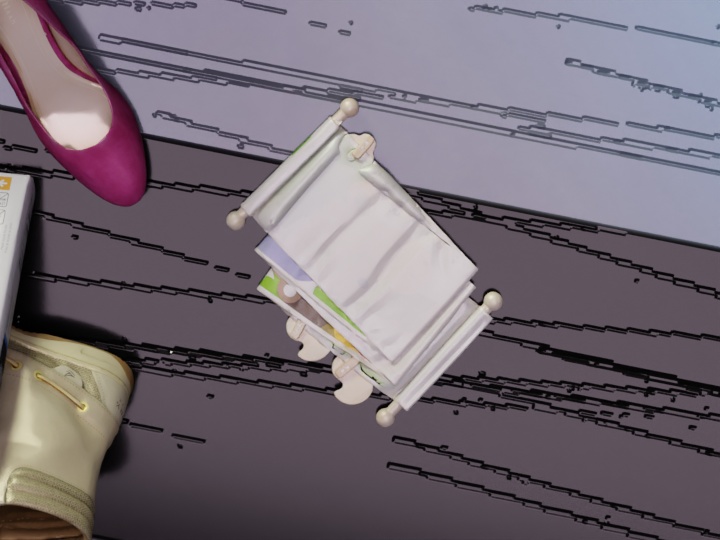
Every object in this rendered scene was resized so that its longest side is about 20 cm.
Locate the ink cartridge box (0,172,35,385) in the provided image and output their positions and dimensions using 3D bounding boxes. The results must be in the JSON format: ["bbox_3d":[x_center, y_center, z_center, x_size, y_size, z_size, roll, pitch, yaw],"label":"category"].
[{"bbox_3d":[-0.334,0.016,1.559,0.199,0.047,0.198,5,61,2],"label":"ink cartridge box"}]

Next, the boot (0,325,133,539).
[{"bbox_3d":[-0.265,0.111,1.570,0.199,0.156,0.073,14,139,-6],"label":"boot"}]

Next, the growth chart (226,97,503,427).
[{"bbox_3d":[0.000,0.000,1.621,0.145,0.018,0.200,-39,97,6],"label":"growth chart"}]

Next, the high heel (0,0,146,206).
[{"bbox_3d":[-0.207,-0.128,1.563,0.067,0.096,0.200,-25,97,4],"label":"high heel"}]
